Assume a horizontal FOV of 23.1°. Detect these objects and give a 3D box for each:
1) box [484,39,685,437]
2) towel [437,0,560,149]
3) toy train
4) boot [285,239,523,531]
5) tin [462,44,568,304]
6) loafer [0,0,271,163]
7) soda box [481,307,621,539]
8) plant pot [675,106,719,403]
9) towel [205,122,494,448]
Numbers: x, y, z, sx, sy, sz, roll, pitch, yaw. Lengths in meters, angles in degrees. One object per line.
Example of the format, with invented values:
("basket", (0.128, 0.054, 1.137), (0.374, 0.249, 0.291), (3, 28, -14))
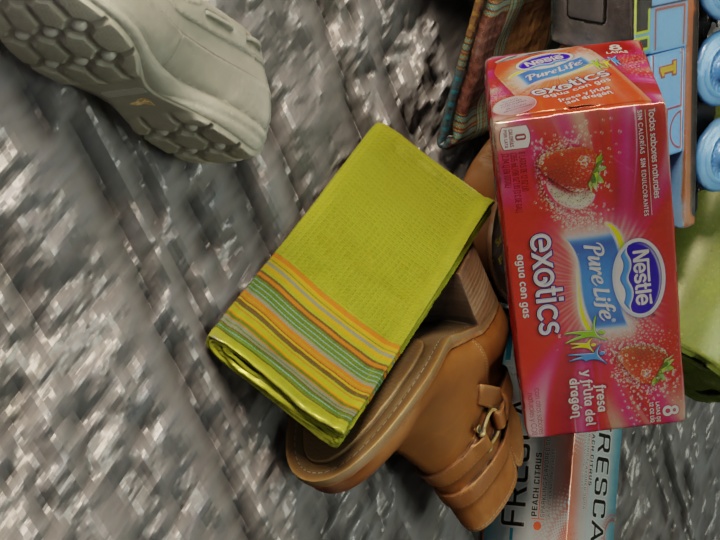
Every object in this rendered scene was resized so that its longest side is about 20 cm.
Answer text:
("box", (0.127, -0.018, 0.999), (0.100, 0.095, 0.202), (-89, 171, -63))
("towel", (0.117, -0.161, 1.100), (0.200, 0.022, 0.148), (-30, 139, -54))
("toy train", (0.172, -0.121, 1.061), (0.114, 0.086, 0.202), (-16, 114, -34))
("boot", (0.039, 0.092, 0.988), (0.200, 0.073, 0.156), (-52, 136, -40))
("tin", (0.126, -0.066, 1.113), (0.200, 0.042, 0.112), (-52, 140, -25))
("loafer", (-0.102, -0.111, 0.778), (0.200, 0.069, 0.070), (39, 53, -59))
("soda box", (0.123, 0.126, 1.120), (0.068, 0.063, 0.202), (18, 76, -53))
("plant pot", (0.237, -0.019, 1.212), (0.200, 0.199, 0.191), (43, 68, -48))
("towel", (0.000, 0.000, 0.932), (0.086, 0.018, 0.200), (38, 48, -3))
